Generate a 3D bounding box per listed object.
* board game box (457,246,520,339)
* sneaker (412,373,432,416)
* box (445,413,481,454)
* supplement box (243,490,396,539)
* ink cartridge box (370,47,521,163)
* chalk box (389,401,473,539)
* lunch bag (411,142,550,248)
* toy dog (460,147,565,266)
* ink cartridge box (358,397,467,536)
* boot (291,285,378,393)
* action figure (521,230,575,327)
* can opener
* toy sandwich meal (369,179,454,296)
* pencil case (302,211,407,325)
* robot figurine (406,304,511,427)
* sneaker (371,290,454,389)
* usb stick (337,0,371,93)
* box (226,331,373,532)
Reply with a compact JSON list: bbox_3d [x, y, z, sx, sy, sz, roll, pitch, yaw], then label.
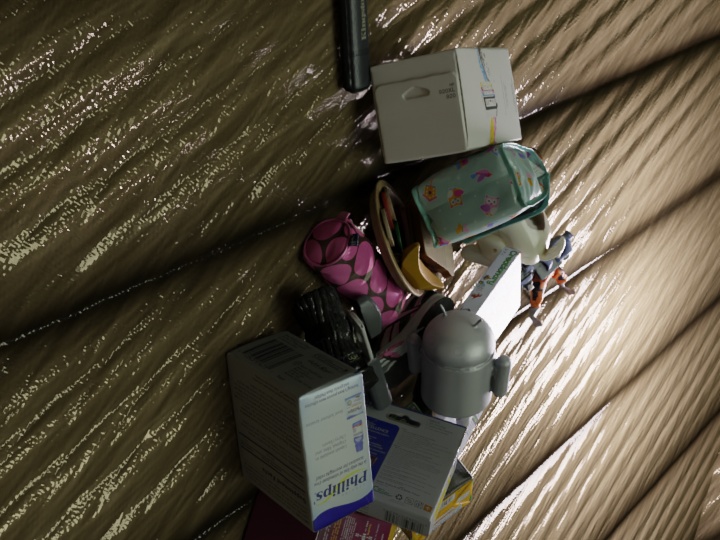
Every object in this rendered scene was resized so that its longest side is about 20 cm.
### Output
[{"bbox_3d":[0.210,0.070,1.766,0.200,0.034,0.127,-50,147,-37],"label":"board game box"},{"bbox_3d":[0.104,0.149,1.758,0.116,0.075,0.201,55,32,-33],"label":"sneaker"},{"bbox_3d":[0.150,0.261,1.885,0.201,0.041,0.157,-58,139,-27],"label":"box"},{"bbox_3d":[-0.058,0.392,1.573,0.199,0.130,0.104,32,73,-52],"label":"supplement box"},{"bbox_3d":[0.130,-0.247,1.588,0.199,0.146,0.147,-18,100,-57],"label":"ink cartridge box"},{"bbox_3d":[0.070,0.304,1.678,0.124,0.200,0.124,-33,153,-14],"label":"chalk box"},{"bbox_3d":[0.194,-0.119,1.638,0.200,0.169,0.123,-19,86,-65],"label":"lunch bag"},{"bbox_3d":[0.253,-0.112,1.807,0.139,0.193,0.202,-30,130,-30],"label":"toy dog"},{"bbox_3d":[0.040,0.282,1.580,0.200,0.195,0.048,-54,156,-54],"label":"ink cartridge box"},{"bbox_3d":[-0.060,0.127,1.532,0.079,0.211,0.159,-19,72,-38],"label":"boot"},{"bbox_3d":[0.317,0.009,2.025,0.199,0.104,0.195,-32,120,-14],"label":"action figure"},{"bbox_3d":[0.016,0.127,1.585,0.066,0.053,0.202,-28,133,-18],"label":"can opener"},{"bbox_3d":[0.081,-0.052,1.622,0.205,0.069,0.208,-19,90,-73],"label":"toy sandwich meal"},{"bbox_3d":[0.000,0.000,1.581,0.200,0.090,0.095,48,59,-50],"label":"pencil case"},{"bbox_3d":[0.148,0.144,1.631,0.113,0.167,0.202,-58,155,-51],"label":"robot figurine"},{"bbox_3d":[0.060,0.107,1.700,0.200,0.086,0.081,-42,131,-10],"label":"sneaker"},{"bbox_3d":[-0.009,-0.356,1.514,0.055,0.032,0.203,-26,119,-49],"label":"usb stick"},{"bbox_3d":[-0.081,0.212,1.431,0.104,0.183,0.203,-19,115,-32],"label":"box"}]
